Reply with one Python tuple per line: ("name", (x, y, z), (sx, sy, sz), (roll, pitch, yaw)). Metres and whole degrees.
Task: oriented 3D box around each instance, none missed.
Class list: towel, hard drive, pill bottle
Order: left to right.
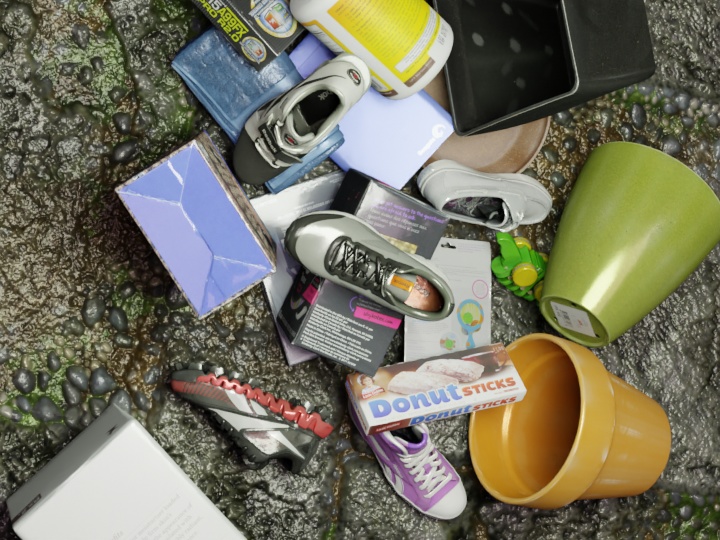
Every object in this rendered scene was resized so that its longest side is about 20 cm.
("towel", (-0.115, -0.195, 1.536), (0.112, 0.049, 0.200), (-35, 98, 13))
("hard drive", (-0.002, -0.190, 1.576), (0.200, 0.025, 0.132), (43, 92, -5))
("pill bottle", (0.000, -0.284, 1.473), (0.200, 0.109, 0.109), (38, 80, -28))

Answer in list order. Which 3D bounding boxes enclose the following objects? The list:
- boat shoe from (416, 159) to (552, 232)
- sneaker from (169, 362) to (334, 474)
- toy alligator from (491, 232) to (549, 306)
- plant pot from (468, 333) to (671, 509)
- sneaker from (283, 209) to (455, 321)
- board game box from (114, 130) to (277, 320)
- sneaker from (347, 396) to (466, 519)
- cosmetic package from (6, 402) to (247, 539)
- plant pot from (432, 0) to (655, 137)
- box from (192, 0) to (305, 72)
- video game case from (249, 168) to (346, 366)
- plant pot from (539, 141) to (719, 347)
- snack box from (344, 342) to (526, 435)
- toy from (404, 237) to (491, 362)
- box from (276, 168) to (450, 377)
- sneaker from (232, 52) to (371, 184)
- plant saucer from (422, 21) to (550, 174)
("boat shoe", (0.157, -0.078, 1.595), (0.200, 0.069, 0.072), (17, 128, -41))
("sneaker", (-0.132, 0.172, 1.543), (0.200, 0.071, 0.098), (25, 81, -17))
("toy alligator", (0.219, 0.019, 1.657), (0.054, 0.059, 0.200), (-37, 126, 26))
("plant pot", (0.261, 0.192, 1.609), (0.183, 0.200, 0.201), (18, 85, -31))
("sneaker", (0.015, -0.005, 1.418), (0.200, 0.079, 0.074), (24, 96, -15))
("board game box", (-0.170, -0.054, 1.454), (0.097, 0.200, 0.160), (-32, 100, 2))
("sneaker", (0.064, 0.221, 1.581), (0.073, 0.114, 0.201), (-44, 103, -13))
("cosmetic package", (-0.251, 0.275, 1.460), (0.165, 0.165, 0.200), (-42, 102, -12))
("plant pot", (0.221, -0.273, 1.551), (0.177, 0.199, 0.201), (-5, 83, -38))
("box", (-0.107, -0.339, 1.512), (0.160, 0.044, 0.200), (47, 49, -11))
("video game case", (-0.050, -0.005, 1.594), (0.143, 0.019, 0.201), (-19, 95, -15))
("plant pot", (0.298, -0.014, 1.588), (0.187, 0.187, 0.200), (42, 67, -13))
("snack box", (0.086, 0.134, 1.543), (0.199, 0.024, 0.072), (-10, 56, -22))
("toy", (0.097, 0.063, 1.618), (0.115, 0.047, 0.201), (6, 76, -25))
("box", (0.000, 0.000, 1.520), (0.106, 0.122, 0.200), (25, 94, -16))
("sneaker", (-0.078, -0.154, 1.464), (0.074, 0.089, 0.200), (44, 121, -9))
("plant saucer", (0.132, -0.198, 1.636), (0.200, 0.037, 0.201), (0, 91, -17))
